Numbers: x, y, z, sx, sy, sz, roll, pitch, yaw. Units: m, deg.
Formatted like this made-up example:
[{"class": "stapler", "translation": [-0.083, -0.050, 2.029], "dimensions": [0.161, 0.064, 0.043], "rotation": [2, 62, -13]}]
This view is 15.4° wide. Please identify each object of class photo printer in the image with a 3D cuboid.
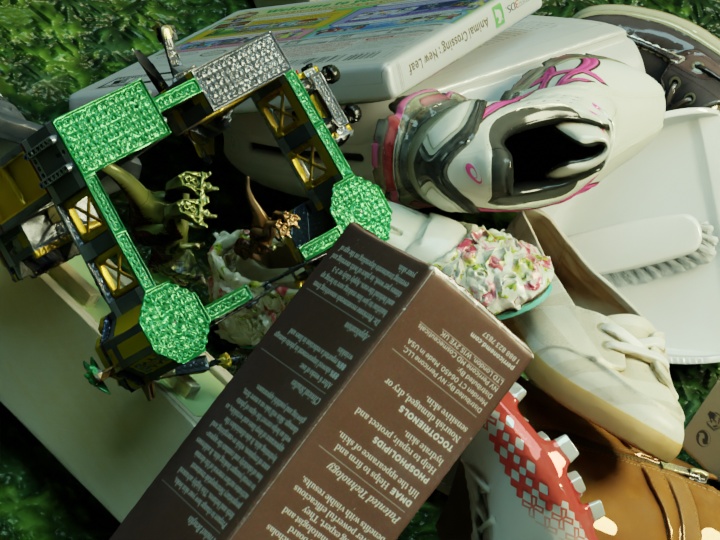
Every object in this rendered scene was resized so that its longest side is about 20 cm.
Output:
[{"class": "photo printer", "translation": [0.034, -0.089, 1.468], "dimensions": [0.199, 0.070, 0.166], "rotation": [-20, 20, -38]}]

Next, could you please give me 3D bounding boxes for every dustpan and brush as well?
[{"class": "dustpan and brush", "translation": [0.117, -0.006, 1.445], "dimensions": [0.198, 0.057, 0.141], "rotation": [-12, 83, 7]}]

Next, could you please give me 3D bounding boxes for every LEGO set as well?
[{"class": "LEGO set", "translation": [-0.094, -0.022, 1.250], "dimensions": [0.154, 0.116, 0.200], "rotation": [54, 48, -6]}]

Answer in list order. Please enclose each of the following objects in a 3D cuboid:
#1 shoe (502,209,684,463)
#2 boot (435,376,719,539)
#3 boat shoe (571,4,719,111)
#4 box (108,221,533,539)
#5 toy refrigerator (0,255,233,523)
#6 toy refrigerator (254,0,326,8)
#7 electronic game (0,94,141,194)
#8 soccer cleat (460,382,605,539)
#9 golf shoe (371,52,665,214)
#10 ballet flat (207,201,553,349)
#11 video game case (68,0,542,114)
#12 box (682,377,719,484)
[{"class": "shoe", "translation": [0.110, 0.028, 1.322], "dimensions": [0.070, 0.054, 0.200], "rotation": [23, 15, -31]}, {"class": "boot", "translation": [0.101, 0.084, 1.343], "dimensions": [0.154, 0.077, 0.200], "rotation": [8, 29, -24]}, {"class": "boat shoe", "translation": [0.204, -0.092, 1.589], "dimensions": [0.199, 0.072, 0.065], "rotation": [31, 35, 6]}, {"class": "box", "translation": [-0.023, 0.085, 1.173], "dimensions": [0.075, 0.200, 0.100], "rotation": [41, -4, -25]}, {"class": "toy refrigerator", "translation": [-0.136, 0.036, 1.285], "dimensions": [0.200, 0.070, 0.076], "rotation": [42, 19, 26]}, {"class": "toy refrigerator", "translation": [-0.031, -0.208, 1.619], "dimensions": [0.075, 0.070, 0.201], "rotation": [-1, 43, -23]}, {"class": "electronic game", "translation": [-0.208, -0.079, 1.359], "dimensions": [0.199, 0.042, 0.200], "rotation": [17, 0, 0]}, {"class": "soccer cleat", "translation": [0.076, 0.137, 1.211], "dimensions": [0.085, 0.069, 0.201], "rotation": [-29, 93, -8]}, {"class": "golf shoe", "translation": [0.101, -0.062, 1.359], "dimensions": [0.092, 0.073, 0.199], "rotation": [15, 23, 41]}, {"class": "ballet flat", "translation": [0.000, 0.000, 1.325], "dimensions": [0.199, 0.064, 0.076], "rotation": [-9, 26, 33]}, {"class": "video game case", "translation": [-0.027, -0.117, 1.427], "dimensions": [0.199, 0.022, 0.182], "rotation": [-4, 18, 31]}, {"class": "box", "translation": [0.268, 0.120, 1.340], "dimensions": [0.095, 0.078, 0.200], "rotation": [2, 37, -52]}]
